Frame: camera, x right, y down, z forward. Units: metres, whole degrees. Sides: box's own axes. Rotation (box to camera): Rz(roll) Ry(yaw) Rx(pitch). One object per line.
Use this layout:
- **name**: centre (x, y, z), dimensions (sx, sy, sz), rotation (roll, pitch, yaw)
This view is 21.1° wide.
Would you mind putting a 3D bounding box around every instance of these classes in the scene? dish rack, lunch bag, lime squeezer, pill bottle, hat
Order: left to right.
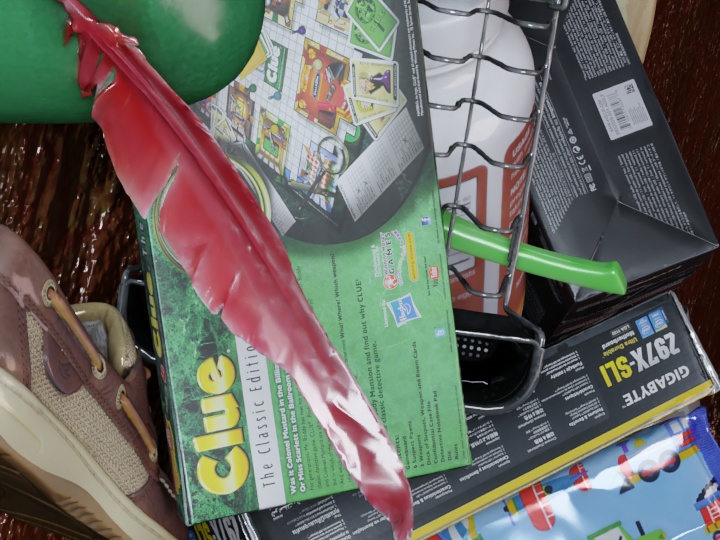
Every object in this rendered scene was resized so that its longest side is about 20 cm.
- **hat**: centre (-0.037, -0.076, 0.512), dimensions (0.201, 0.175, 0.166), rotation (89, 25, -45)
- **lime squeezer**: centre (0.000, 0.000, 0.764), dimensions (0.071, 0.199, 0.038), rotation (56, 27, -35)
- **dish rack**: centre (0.001, -0.059, 0.689), dimensions (0.055, 0.152, 0.202), rotation (-90, -172, -78)
- **pill bottle**: centre (0.018, -0.052, 0.821), dimensions (0.201, 0.111, 0.113), rotation (88, 25, -46)
- **lunch bag**: centre (0.104, 0.133, 0.882), dimensions (0.200, 0.150, 0.095), rotation (25, 40, -82)

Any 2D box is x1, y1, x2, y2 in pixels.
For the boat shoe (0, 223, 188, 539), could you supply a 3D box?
- **boat shoe**: centre (-0.094, 0.045, 0.638), dimensions (0.072, 0.072, 0.200), rotation (-66, 155, -18)

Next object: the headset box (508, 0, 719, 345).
- **headset box**: centre (0.100, -0.047, 0.960), dimensions (0.200, 0.077, 0.150), rotation (100, -31, -79)

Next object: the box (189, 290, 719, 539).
- **box**: centre (0.024, 0.080, 0.786), dimensions (0.199, 0.050, 0.160), rotation (-24, 177, -21)

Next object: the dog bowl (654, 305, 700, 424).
- **dog bowl**: centre (0.089, 0.081, 1.025), dimensions (0.059, 0.199, 0.200), rotation (68, 25, -5)

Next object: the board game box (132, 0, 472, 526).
- **board game box**: centre (-0.024, -0.023, 0.645), dimensions (0.023, 0.104, 0.202), rotation (-161, -117, -70)

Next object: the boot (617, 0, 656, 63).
- **boot**: centre (0.151, -0.209, 1.127), dimensions (0.144, 0.070, 0.203), rotation (-45, 134, -63)
